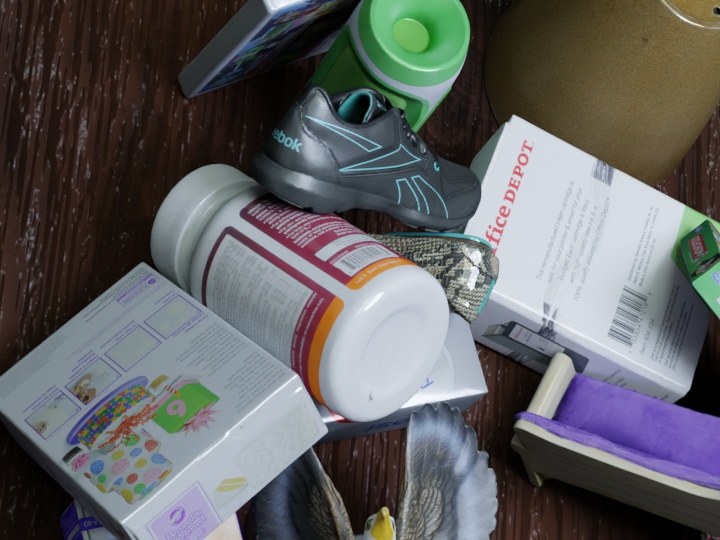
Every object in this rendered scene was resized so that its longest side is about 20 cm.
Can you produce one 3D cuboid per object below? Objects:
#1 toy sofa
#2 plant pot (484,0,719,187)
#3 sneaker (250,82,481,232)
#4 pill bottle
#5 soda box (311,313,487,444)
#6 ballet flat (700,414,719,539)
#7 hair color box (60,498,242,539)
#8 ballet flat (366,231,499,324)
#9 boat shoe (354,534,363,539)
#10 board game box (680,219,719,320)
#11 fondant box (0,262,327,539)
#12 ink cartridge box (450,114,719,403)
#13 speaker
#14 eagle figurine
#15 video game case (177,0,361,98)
[{"bbox_3d":[0.210,0.125,1.434,0.198,0.098,0.083,18,64,27],"label":"toy sofa"},{"bbox_3d":[0.217,-0.180,1.547,0.184,0.200,0.188,7,68,-18],"label":"plant pot"},{"bbox_3d":[0.018,-0.076,1.374,0.199,0.080,0.075,6,20,-47],"label":"sneaker"},{"bbox_3d":[-0.044,0.009,1.358,0.109,0.110,0.199,-35,47,-27],"label":"pill bottle"},{"bbox_3d":[-0.015,0.083,1.439,0.198,0.068,0.064,-9,73,-23],"label":"soda box"},{"bbox_3d":[0.300,0.131,1.532,0.075,0.064,0.202,20,65,-14],"label":"ballet flat"},{"bbox_3d":[-0.121,0.242,1.345,0.108,0.065,0.202,-10,75,-22],"label":"hair color box"},{"bbox_3d":[0.000,0.000,1.436,0.198,0.068,0.076,12,72,25],"label":"ballet flat"},{"bbox_3d":[0.007,0.274,1.365,0.066,0.070,0.202,-1,57,22],"label":"boat shoe"},{"bbox_3d":[0.301,0.062,1.448,0.029,0.135,0.200,-37,97,13],"label":"board game box"},{"bbox_3d":[-0.136,0.091,1.319,0.144,0.200,0.059,-40,128,-16],"label":"fondant box"},{"bbox_3d":[0.161,0.000,1.523,0.199,0.084,0.147,27,63,-9],"label":"ink cartridge box"},{"bbox_3d":[0.010,-0.131,1.455,0.087,0.200,0.089,7,68,-16],"label":"speaker"},{"bbox_3d":[0.010,0.191,1.314,0.151,0.151,0.201,28,32,-22],"label":"eagle figurine"},{"bbox_3d":[-0.023,-0.187,1.465,0.181,0.200,0.023,-22,87,-25],"label":"video game case"}]
